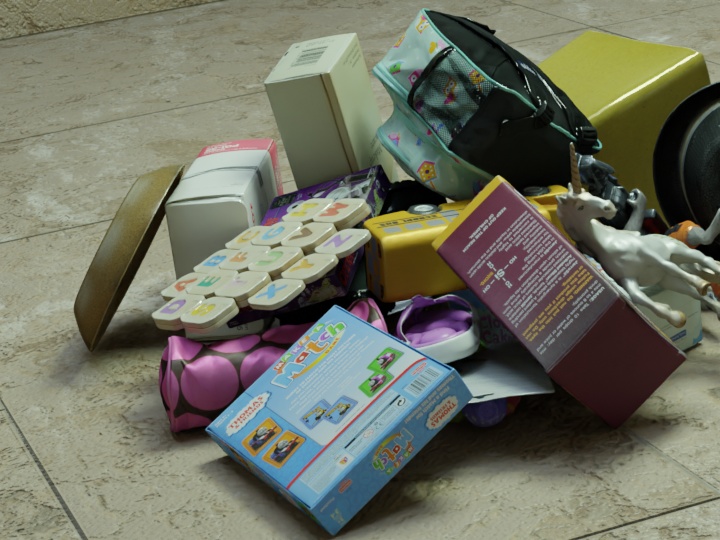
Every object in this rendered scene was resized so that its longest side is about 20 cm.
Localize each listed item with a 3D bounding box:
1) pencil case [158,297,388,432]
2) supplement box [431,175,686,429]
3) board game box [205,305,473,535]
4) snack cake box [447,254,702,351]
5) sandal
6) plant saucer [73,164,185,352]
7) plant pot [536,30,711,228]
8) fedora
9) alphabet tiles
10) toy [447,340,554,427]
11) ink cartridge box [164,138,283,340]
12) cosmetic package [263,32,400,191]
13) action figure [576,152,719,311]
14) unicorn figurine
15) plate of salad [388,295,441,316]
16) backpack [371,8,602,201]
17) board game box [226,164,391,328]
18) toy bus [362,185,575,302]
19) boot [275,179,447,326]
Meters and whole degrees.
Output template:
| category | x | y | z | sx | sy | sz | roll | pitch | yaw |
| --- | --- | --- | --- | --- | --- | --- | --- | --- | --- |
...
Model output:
| category | x | y | z | sx | sy | sz | roll | pitch | yaw |
| --- | --- | --- | --- | --- | --- | --- | --- | --- | --- |
| pencil case | -0.076 | 0.078 | 1.666 | 0.199 | 0.091 | 0.094 | -10 | 49 | -11 |
| supplement box | 0.159 | 0.024 | 1.583 | 0.086 | 0.110 | 0.200 | -46 | 41 | 5 |
| board game box | -0.021 | 0.111 | 1.515 | 0.151 | 0.037 | 0.200 | -44 | 29 | -11 |
| snack cake box | 0.189 | 0.035 | 1.728 | 0.200 | 0.067 | 0.115 | 11 | 26 | 43 |
| sandal | 0.064 | 0.043 | 1.648 | 0.082 | 0.050 | 0.203 | -16 | 7 | -5 |
| plant saucer | -0.227 | -0.019 | 1.851 | 0.035 | 0.201 | 0.200 | 26 | 19 | -3 |
| plant pot | 0.234 | -0.107 | 1.971 | 0.200 | 0.195 | 0.195 | -29 | 26 | -23 |
| fedora | 0.360 | -0.074 | 1.785 | 0.200 | 0.201 | 0.092 | -3 | 19 | 12 |
| alphabet tiles | -0.086 | -0.007 | 1.703 | 0.200 | 0.015 | 0.195 | -38 | 22 | -27 |
| toy | 0.095 | 0.099 | 1.599 | 0.115 | 0.047 | 0.200 | -7 | 12 | 1 |
| ink cartridge box | -0.127 | -0.033 | 1.922 | 0.082 | 0.147 | 0.200 | -5 | 18 | 9 |
| cosmetic package | -0.021 | -0.118 | 1.895 | 0.073 | 0.200 | 0.104 | -8 | 27 | 21 |
| action figure | 0.256 | -0.018 | 1.774 | 0.193 | 0.200 | 0.105 | 1 | 60 | 44 |
| unicorn figurine | 0.236 | -0.011 | 1.602 | 0.137 | 0.074 | 0.200 | 37 | 3 | 30 |
| plate of salad | 0.017 | 0.009 | 1.901 | 0.199 | 0.048 | 0.200 | -15 | 25 | 7 |
| backpack | 0.104 | -0.148 | 1.821 | 0.176 | 0.153 | 0.200 | 20 | 29 | -44 |
| board game box | -0.048 | -0.024 | 1.766 | 0.120 | 0.032 | 0.200 | -21 | 24 | 24 |
| toy bus | 0.102 | -0.025 | 1.721 | 0.199 | 0.065 | 0.078 | -10 | 19 | -16 |
| boot | 0.000 | -0.001 | 1.794 | 0.198 | 0.074 | 0.163 | -20 | 28 | 0 |
